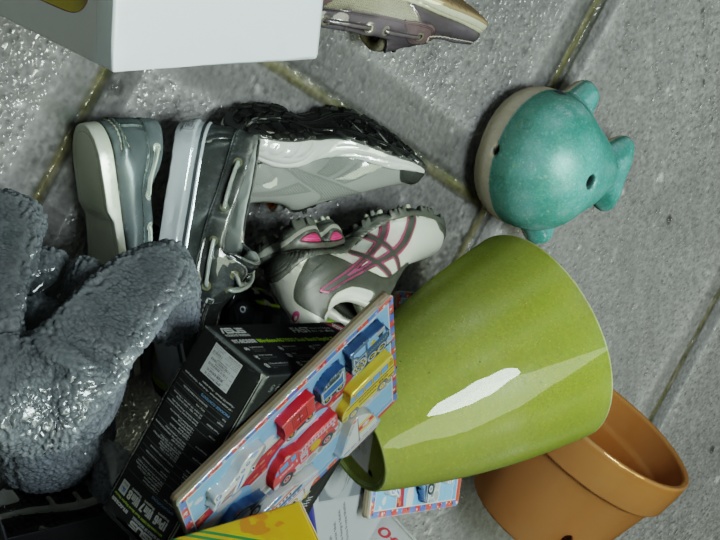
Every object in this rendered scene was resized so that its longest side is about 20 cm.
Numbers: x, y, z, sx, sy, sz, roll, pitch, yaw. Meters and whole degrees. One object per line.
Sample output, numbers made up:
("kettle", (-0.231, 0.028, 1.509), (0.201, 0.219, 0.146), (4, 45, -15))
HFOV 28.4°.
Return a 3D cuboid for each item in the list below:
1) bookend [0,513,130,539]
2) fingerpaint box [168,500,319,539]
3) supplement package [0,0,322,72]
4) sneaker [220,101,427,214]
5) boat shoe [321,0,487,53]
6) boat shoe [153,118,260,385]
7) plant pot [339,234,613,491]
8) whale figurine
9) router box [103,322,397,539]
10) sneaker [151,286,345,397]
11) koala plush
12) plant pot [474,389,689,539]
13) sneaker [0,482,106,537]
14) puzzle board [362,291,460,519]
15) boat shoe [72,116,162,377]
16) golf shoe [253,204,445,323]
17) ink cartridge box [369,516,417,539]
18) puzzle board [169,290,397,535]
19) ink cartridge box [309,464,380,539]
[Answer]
("bookend", (-0.175, 0.244, 1.037), (0.197, 0.093, 0.201), (-11, 142, -24))
("fingerpaint box", (-0.116, 0.253, 0.945), (0.165, 0.074, 0.201), (-13, 143, -23))
("supplement package", (-0.135, -0.223, 0.873), (0.150, 0.199, 0.153), (-11, 118, -39))
("sneaker", (-0.034, -0.085, 1.141), (0.199, 0.074, 0.080), (0, 122, -37))
("boat shoe", (0.019, -0.205, 1.125), (0.199, 0.072, 0.065), (6, 119, -47))
("boat shoe", (-0.109, -0.008, 1.047), (0.072, 0.070, 0.202), (-49, 145, -76))
("plant pot", (0.071, 0.095, 1.168), (0.199, 0.187, 0.189), (-25, 127, -27))
("whale figurine", (0.197, -0.094, 1.316), (0.199, 0.103, 0.160), (8, 105, -45))
("router box", (-0.072, 0.115, 1.009), (0.151, 0.062, 0.200), (-60, 156, 13))
("sneaker", (-0.084, 0.041, 1.150), (0.199, 0.071, 0.084), (-26, 126, -31))
("koala plush", (-0.218, 0.084, 0.977), (0.201, 0.176, 0.185), (102, 9, -49))
("plant pot", (0.209, 0.199, 1.430), (0.199, 0.200, 0.141), (17, 115, -46))
("sneaker", (-0.258, 0.205, 1.087), (0.199, 0.074, 0.081), (-18, 137, -31))
("puzzle board", (0.063, 0.122, 1.308), (0.150, 0.017, 0.202), (5, 94, -54))
("boat shoe", (-0.164, -0.017, 1.047), (0.061, 0.073, 0.202), (-19, 118, -30))
("golf shoe", (0.000, 0.000, 1.165), (0.199, 0.077, 0.089), (-12, 77, -44))
("ink cartridge box", (-0.012, 0.333, 1.303), (0.199, 0.145, 0.084), (-24, 142, -32))
("puzzle board", (-0.042, 0.121, 0.974), (0.200, 0.017, 0.151), (-43, 154, -22))
("ink cartridge box", (-0.034, 0.199, 1.233), (0.200, 0.040, 0.201), (-55, 148, -45))
